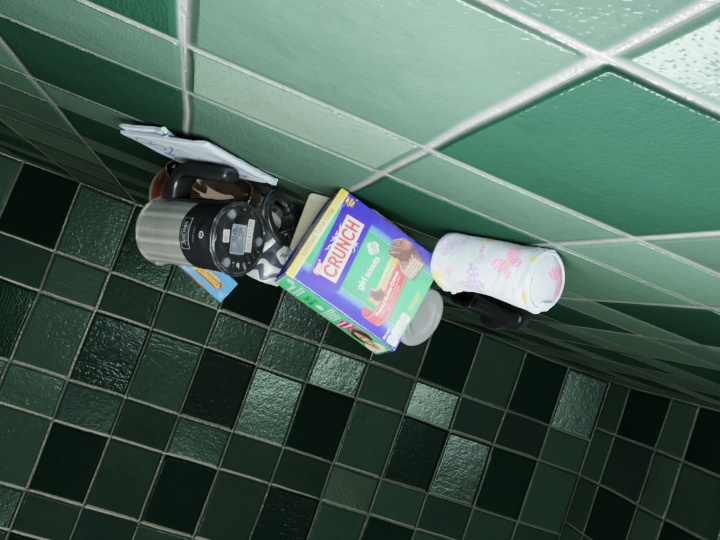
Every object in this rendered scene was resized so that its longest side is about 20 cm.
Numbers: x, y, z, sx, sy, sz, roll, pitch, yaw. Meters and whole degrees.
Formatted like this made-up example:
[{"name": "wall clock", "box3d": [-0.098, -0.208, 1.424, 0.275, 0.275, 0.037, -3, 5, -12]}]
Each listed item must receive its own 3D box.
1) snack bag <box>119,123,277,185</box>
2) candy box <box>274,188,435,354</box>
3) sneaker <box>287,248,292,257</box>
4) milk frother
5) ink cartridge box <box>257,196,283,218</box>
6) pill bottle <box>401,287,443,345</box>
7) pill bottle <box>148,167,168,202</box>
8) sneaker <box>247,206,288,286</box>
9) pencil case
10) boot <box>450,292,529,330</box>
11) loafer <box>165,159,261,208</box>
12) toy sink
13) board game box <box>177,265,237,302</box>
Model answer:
[{"name": "snack bag", "box3d": [-0.260, -0.189, 1.182, 0.200, 0.021, 0.189, 14, 174, 33]}, {"name": "candy box", "box3d": [-0.001, 0.002, 1.102, 0.200, 0.169, 0.077, 35, 156, -10]}, {"name": "sneaker", "box3d": [-0.181, -0.040, 1.542, 0.200, 0.087, 0.075, 34, -178, 5]}, {"name": "milk frother", "box3d": [-0.228, -0.072, 1.217, 0.188, 0.181, 0.200, 8, 165, 37]}, {"name": "ink cartridge box", "box3d": [-0.117, -0.072, 1.496, 0.200, 0.057, 0.163, 31, -179, 30]}, {"name": "pill bottle", "box3d": [0.053, 0.054, 1.438, 0.200, 0.120, 0.120, 29, -177, 41]}, {"name": "pill bottle", "box3d": [-0.315, -0.137, 1.449, 0.200, 0.112, 0.112, 17, 175, 30]}, {"name": "sneaker", "box3d": [-0.203, -0.066, 1.341, 0.199, 0.130, 0.079, 27, -178, 37]}, {"name": "pencil case", "box3d": [0.192, 0.000, 1.048, 0.083, 0.091, 0.200, 24, 173, -40]}, {"name": "boot", "box3d": [0.307, 0.098, 1.870, 0.200, 0.066, 0.165, 19, 168, -31]}, {"name": "loafer", "box3d": [-0.279, -0.154, 1.339, 0.200, 0.073, 0.071, 16, 172, 16]}, {"name": "toy sink", "box3d": [-0.009, -0.041, 1.278, 0.130, 0.112, 0.200, 18, 175, 27]}, {"name": "board game box", "box3d": [-0.378, -0.029, 1.590, 0.196, 0.056, 0.200, 46, 169, -22]}]
